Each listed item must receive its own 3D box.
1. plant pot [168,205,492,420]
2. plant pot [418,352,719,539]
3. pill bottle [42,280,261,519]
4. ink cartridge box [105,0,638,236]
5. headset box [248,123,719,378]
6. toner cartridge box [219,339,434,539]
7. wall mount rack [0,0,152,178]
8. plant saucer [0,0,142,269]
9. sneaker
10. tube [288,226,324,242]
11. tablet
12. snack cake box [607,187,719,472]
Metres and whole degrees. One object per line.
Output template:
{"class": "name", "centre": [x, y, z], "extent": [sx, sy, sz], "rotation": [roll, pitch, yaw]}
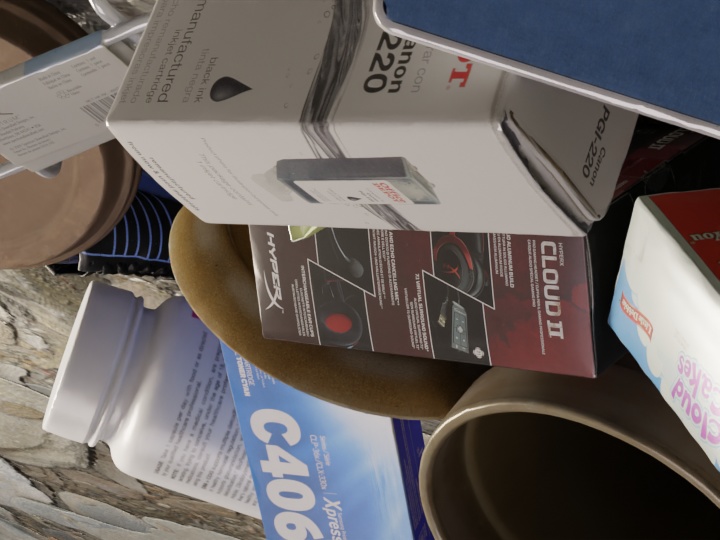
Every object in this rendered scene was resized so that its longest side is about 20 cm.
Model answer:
{"class": "plant pot", "centre": [0.000, 0.000, 1.107], "extent": [0.198, 0.201, 0.028], "rotation": [20, 123, -2]}
{"class": "plant pot", "centre": [0.155, 0.084, 1.049], "extent": [0.199, 0.174, 0.201], "rotation": [24, 141, 21]}
{"class": "pill bottle", "centre": [-0.085, 0.083, 1.310], "extent": [0.198, 0.114, 0.113], "rotation": [19, 160, -9]}
{"class": "ink cartridge box", "centre": [0.015, -0.096, 0.861], "extent": [0.199, 0.147, 0.085], "rotation": [3, 153, 36]}
{"class": "headset box", "centre": [0.070, -0.017, 1.001], "extent": [0.198, 0.148, 0.076], "rotation": [5, 112, 32]}
{"class": "toner cartridge box", "centre": [-0.016, 0.089, 1.201], "extent": [0.094, 0.043, 0.201], "rotation": [2, 125, 19]}
{"class": "wall mount rack", "centre": [-0.156, -0.119, 1.024], "extent": [0.199, 0.075, 0.174], "rotation": [-19, 145, 28]}
{"class": "plant saucer", "centre": [-0.216, -0.073, 1.168], "extent": [0.198, 0.030, 0.201], "rotation": [7, 131, 8]}
{"class": "sneaker", "centre": [-0.147, -0.022, 1.289], "extent": [0.199, 0.078, 0.070], "rotation": [31, 156, -27]}
{"class": "tube", "centre": [0.045, -0.079, 0.921], "extent": [0.199, 0.058, 0.052], "rotation": [-19, 133, 24]}
{"class": "tablet", "centre": [0.115, -0.117, 0.752], "extent": [0.198, 0.131, 0.014], "rotation": [18, -179, 5]}
{"class": "snack cake box", "centre": [0.217, 0.018, 0.882], "extent": [0.198, 0.115, 0.068], "rotation": [-5, 126, -20]}
